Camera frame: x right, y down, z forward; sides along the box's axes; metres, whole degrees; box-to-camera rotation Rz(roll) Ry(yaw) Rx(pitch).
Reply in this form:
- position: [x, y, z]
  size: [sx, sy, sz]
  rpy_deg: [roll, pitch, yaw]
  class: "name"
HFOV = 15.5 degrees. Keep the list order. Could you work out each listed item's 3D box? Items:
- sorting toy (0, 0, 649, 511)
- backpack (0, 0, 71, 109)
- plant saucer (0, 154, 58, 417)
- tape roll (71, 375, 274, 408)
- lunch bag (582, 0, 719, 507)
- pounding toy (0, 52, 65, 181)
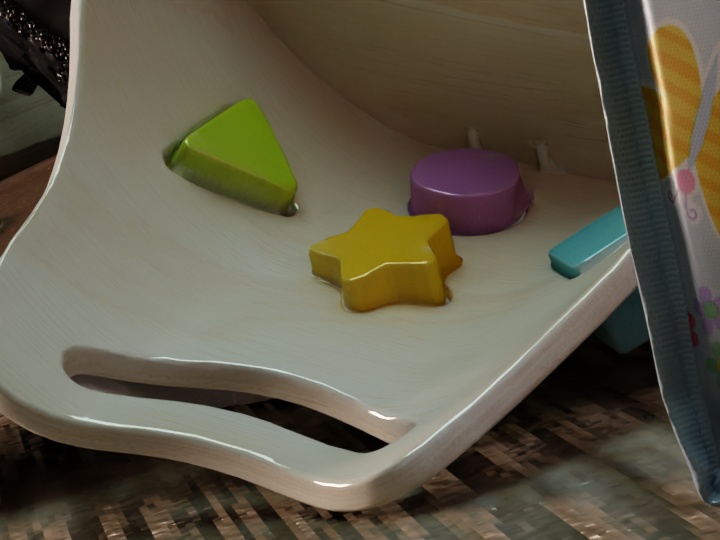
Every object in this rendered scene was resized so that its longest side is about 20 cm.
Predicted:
- position: [0.002, -0.013, 0.635]
  size: [0.199, 0.107, 0.180]
  rpy_deg: [13, 41, 27]
  class: "sorting toy"
- position: [-0.063, -0.132, 0.915]
  size: [0.183, 0.134, 0.200]
  rpy_deg: [-56, -2, -7]
  class: "backpack"
- position: [-0.119, 0.011, 0.751]
  size: [0.200, 0.035, 0.200]
  rpy_deg: [-28, 13, 7]
  class: "plant saucer"
- position: [0.000, 0.000, 0.812]
  size: [0.202, 0.037, 0.203]
  rpy_deg: [-13, 7, 2]
  class: "tape roll"
- position: [0.121, -0.075, 0.509]
  size: [0.127, 0.201, 0.169]
  rpy_deg: [-10, 7, 29]
  class: "lunch bag"
- position: [-0.183, -0.030, 0.962]
  size: [0.200, 0.142, 0.184]
  rpy_deg: [-39, -2, 19]
  class: "pounding toy"
